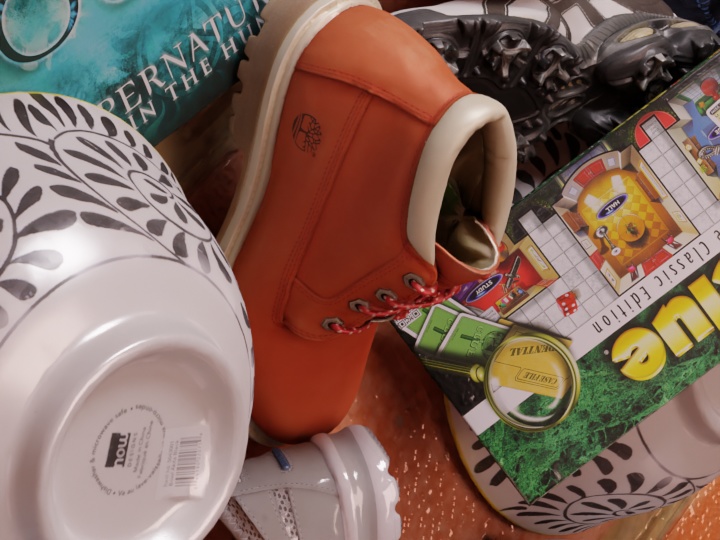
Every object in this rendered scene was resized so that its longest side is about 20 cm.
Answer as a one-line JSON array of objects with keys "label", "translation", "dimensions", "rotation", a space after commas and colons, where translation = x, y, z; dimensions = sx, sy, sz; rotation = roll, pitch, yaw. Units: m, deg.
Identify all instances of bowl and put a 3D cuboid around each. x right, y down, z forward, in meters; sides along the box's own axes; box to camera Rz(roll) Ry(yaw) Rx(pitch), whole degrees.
[{"label": "bowl", "translation": [-0.100, 0.049, 0.821], "dimensions": [0.201, 0.094, 0.201], "rotation": [-21, 121, -38]}, {"label": "bowl", "translation": [0.135, 0.025, 1.095], "dimensions": [0.201, 0.094, 0.201], "rotation": [-9, 102, -48]}]

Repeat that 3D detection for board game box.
[{"label": "board game box", "translation": [0.118, -0.004, 1.011], "dimensions": [0.200, 0.023, 0.105], "rotation": [-38, 96, 0]}, {"label": "board game box", "translation": [-0.082, -0.113, 0.858], "dimensions": [0.200, 0.028, 0.135], "rotation": [-41, 131, -24]}]

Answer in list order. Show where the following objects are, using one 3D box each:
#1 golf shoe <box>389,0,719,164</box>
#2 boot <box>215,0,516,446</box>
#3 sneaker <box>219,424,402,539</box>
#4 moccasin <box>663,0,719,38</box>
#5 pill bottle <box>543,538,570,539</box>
[{"label": "golf shoe", "translation": [0.057, -0.093, 1.017], "dimensions": [0.200, 0.095, 0.078], "rotation": [-1, 132, -45]}, {"label": "boot", "translation": [0.000, 0.000, 0.918], "dimensions": [0.075, 0.107, 0.200], "rotation": [-28, 139, -41]}, {"label": "sneaker", "translation": [-0.030, 0.158, 0.976], "dimensions": [0.082, 0.075, 0.200], "rotation": [-5, 105, -13]}, {"label": "moccasin", "translation": [0.151, -0.144, 1.098], "dimensions": [0.200, 0.068, 0.081], "rotation": [23, 71, -59]}, {"label": "pill bottle", "translation": [0.087, 0.227, 1.068], "dimensions": [0.106, 0.106, 0.200], "rotation": [40, 66, -43]}]
